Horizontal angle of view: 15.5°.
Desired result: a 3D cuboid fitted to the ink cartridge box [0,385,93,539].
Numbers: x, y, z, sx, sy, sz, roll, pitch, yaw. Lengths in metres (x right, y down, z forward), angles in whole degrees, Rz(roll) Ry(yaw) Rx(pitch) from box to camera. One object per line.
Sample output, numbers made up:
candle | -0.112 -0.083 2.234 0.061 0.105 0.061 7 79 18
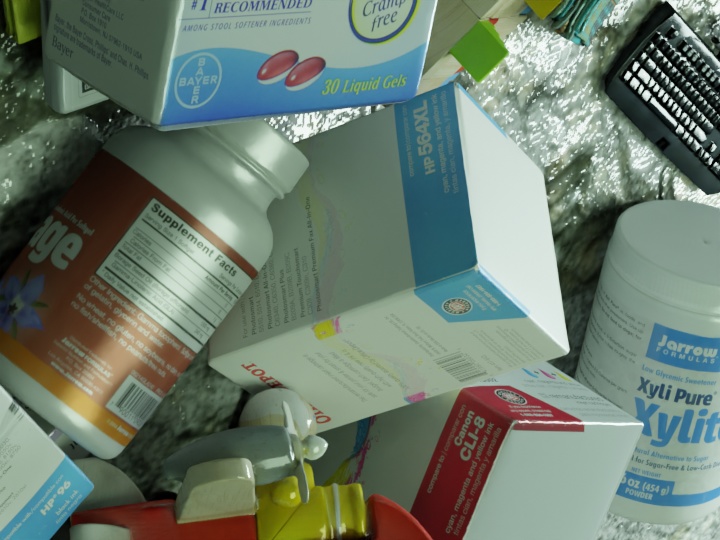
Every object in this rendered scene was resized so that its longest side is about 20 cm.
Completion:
ink cartridge box | -0.234 0.064 1.377 0.068 0.116 0.200 -48 144 -11

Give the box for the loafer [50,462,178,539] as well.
loafer | -0.114 0.179 1.635 0.071 0.073 0.200 -53 144 -3

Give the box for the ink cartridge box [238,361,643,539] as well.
ink cartridge box | 0.042 0.112 1.656 0.145 0.200 0.145 4 112 -50

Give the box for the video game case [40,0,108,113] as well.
video game case | -0.086 -0.194 1.401 0.199 0.022 0.183 -23 128 -34

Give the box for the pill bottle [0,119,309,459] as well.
pill bottle | -0.121 -0.006 1.456 0.200 0.112 0.112 -53 143 -5

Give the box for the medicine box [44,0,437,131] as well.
medicine box | -0.048 -0.189 1.346 0.181 0.103 0.201 -9 121 -41

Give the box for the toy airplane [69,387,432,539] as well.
toy airplane | -0.071 0.133 1.498 0.199 0.199 0.142 27 71 -41

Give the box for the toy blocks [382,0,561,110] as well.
toy blocks | 0.069 -0.167 1.547 0.200 0.100 0.137 -44 173 16

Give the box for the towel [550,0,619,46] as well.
towel | 0.172 -0.198 1.619 0.147 0.022 0.200 -51 176 7

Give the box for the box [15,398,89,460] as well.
box | -0.203 0.114 1.516 0.200 0.039 0.042 -44 143 -15

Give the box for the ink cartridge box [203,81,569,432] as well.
ink cartridge box | 0.000 0.000 1.532 0.199 0.126 0.128 -18 149 22

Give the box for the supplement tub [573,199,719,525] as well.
supplement tub | 0.221 0.066 1.879 0.131 0.132 0.201 -17 129 -40

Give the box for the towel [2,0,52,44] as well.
towel | -0.110 -0.194 1.407 0.199 0.018 0.087 -28 131 -31

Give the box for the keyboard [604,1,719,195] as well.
keyboard | 0.246 -0.122 1.840 0.104 0.040 0.200 -55 145 0
